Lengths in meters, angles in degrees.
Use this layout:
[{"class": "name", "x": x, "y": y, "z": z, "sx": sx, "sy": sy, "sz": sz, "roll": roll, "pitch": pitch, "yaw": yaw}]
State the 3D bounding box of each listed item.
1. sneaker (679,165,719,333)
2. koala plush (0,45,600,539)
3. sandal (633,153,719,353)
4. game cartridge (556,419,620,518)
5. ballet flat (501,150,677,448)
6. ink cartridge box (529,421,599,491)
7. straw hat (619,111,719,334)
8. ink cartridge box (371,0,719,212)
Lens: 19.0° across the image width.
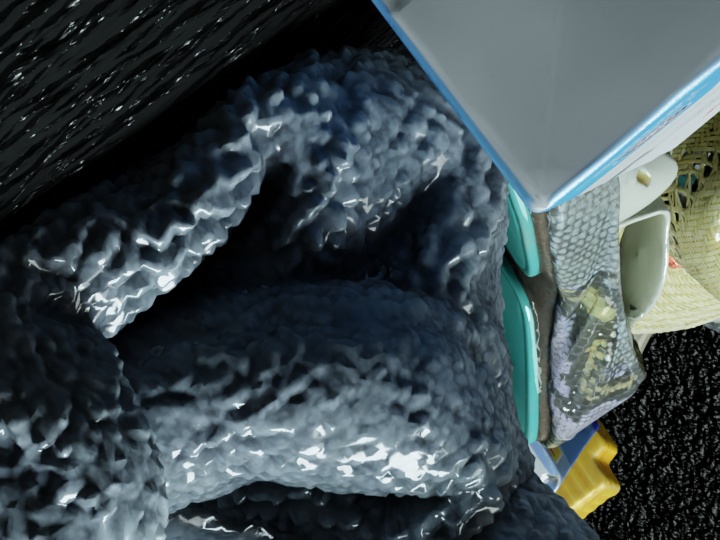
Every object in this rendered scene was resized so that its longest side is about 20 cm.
[{"class": "sneaker", "x": 0.165, "y": -0.056, "z": 1.011, "sx": 0.094, "sy": 0.070, "sz": 0.201, "roll": -49, "pitch": -145, "yaw": 28}, {"class": "koala plush", "x": 0.003, "y": 0.069, "z": 0.496, "sx": 0.183, "sy": 0.200, "sz": 0.177, "roll": -38, "pitch": 175, "yaw": -22}, {"class": "sandal", "x": 0.160, "y": -0.026, "z": 0.871, "sx": 0.201, "sy": 0.054, "sz": 0.080, "roll": -54, "pitch": 177, "yaw": 6}, {"class": "game cartridge", "x": 0.012, "y": 0.092, "z": 1.076, "sx": 0.200, "sy": 0.177, "sz": 0.032, "roll": -41, "pitch": 153, "yaw": 13}, {"class": "ballet flat", "x": 0.064, "y": -0.019, "z": 0.664, "sx": 0.072, "sy": 0.072, "sz": 0.201, "roll": -38, "pitch": 149, "yaw": -16}, {"class": "ink cartridge box", "x": 0.035, "y": 0.042, "z": 0.946, "sx": 0.076, "sy": 0.137, "sz": 0.200, "roll": -34, "pitch": 177, "yaw": 10}, {"class": "straw hat", "x": 0.141, "y": -0.026, "z": 0.735, "sx": 0.199, "sy": 0.085, "sz": 0.202, "roll": -14, "pitch": 133, "yaw": -16}, {"class": "ink cartridge box", "x": 0.081, "y": -0.082, "z": 0.493, "sx": 0.116, "sy": 0.067, "sz": 0.200, "roll": -41, "pitch": 175, "yaw": 16}]
